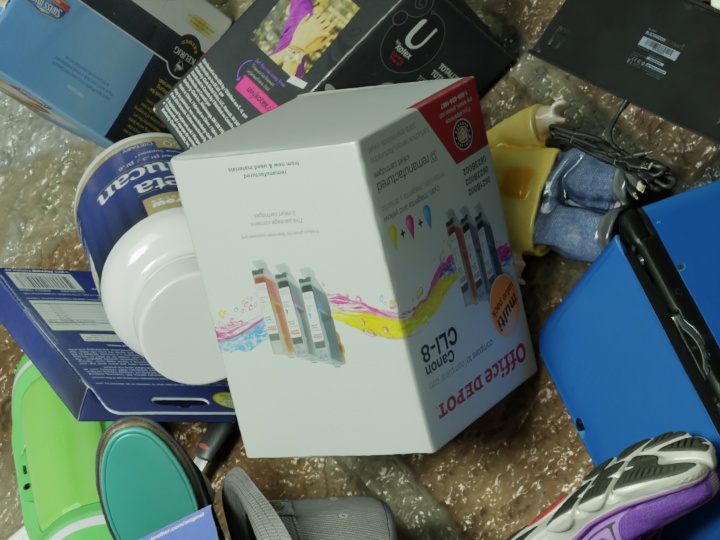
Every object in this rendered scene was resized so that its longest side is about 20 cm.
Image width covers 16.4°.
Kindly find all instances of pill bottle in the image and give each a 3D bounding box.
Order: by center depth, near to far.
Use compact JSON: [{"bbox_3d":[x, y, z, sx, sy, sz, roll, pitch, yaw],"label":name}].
[{"bbox_3d":[-0.124,-0.006,1.675,0.111,0.111,0.200,-45,29,9],"label":"pill bottle"}]

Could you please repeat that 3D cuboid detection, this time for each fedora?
[{"bbox_3d":[-0.015,0.195,1.527,0.090,0.200,0.177,-17,96,-9],"label":"fedora"}]

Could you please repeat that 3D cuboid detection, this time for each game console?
[{"bbox_3d":[0.219,0.062,1.486,0.170,0.118,0.200,-19,59,-10],"label":"game console"}]

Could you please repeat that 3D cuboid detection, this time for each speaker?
[{"bbox_3d":[-0.186,0.137,1.688,0.088,0.088,0.200,-36,41,17],"label":"speaker"}]

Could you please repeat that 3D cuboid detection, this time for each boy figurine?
[{"bbox_3d":[0.099,-0.055,1.610,0.200,0.064,0.125,15,80,36],"label":"boy figurine"}]

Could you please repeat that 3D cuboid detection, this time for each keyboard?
[{"bbox_3d":[0.174,-0.112,1.538,0.127,0.021,0.200,-55,40,-2],"label":"keyboard"}]

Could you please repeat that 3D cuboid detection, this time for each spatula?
[{"bbox_3d":[-0.111,0.143,1.690,0.056,0.021,0.200,21,81,44],"label":"spatula"}]

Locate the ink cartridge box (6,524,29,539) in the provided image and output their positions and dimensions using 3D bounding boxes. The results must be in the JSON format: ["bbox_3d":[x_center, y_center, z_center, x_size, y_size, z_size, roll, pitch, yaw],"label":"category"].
[{"bbox_3d":[-0.224,0.295,1.696,0.160,0.047,0.200,-38,68,14],"label":"ink cartridge box"}]

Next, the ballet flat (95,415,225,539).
[{"bbox_3d":[-0.115,0.171,1.588,0.073,0.200,0.073,-18,20,7],"label":"ballet flat"}]

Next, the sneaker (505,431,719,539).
[{"bbox_3d":[0.143,0.165,1.454,0.083,0.081,0.200,48,126,1],"label":"sneaker"}]

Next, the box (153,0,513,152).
[{"bbox_3d":[-0.019,-0.126,1.689,0.200,0.122,0.106,-44,49,9],"label":"box"}]

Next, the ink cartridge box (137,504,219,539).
[{"bbox_3d":[-0.110,0.250,1.499,0.119,0.042,0.200,-28,53,12],"label":"ink cartridge box"}]

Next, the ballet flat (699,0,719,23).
[{"bbox_3d":[0.233,-0.178,1.567,0.069,0.071,0.200,-32,53,17],"label":"ballet flat"}]

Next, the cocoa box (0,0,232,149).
[{"bbox_3d":[-0.220,-0.184,1.810,0.133,0.200,0.131,25,85,40],"label":"cocoa box"}]

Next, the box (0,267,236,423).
[{"bbox_3d":[-0.161,0.058,1.687,0.200,0.121,0.032,43,122,49],"label":"box"}]

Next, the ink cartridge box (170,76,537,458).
[{"bbox_3d":[0.000,0.000,1.544,0.144,0.145,0.201,-3,108,34],"label":"ink cartridge box"}]
